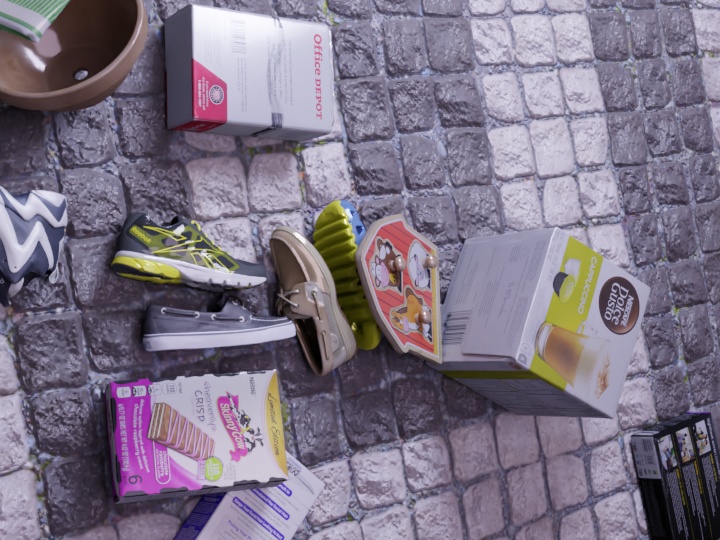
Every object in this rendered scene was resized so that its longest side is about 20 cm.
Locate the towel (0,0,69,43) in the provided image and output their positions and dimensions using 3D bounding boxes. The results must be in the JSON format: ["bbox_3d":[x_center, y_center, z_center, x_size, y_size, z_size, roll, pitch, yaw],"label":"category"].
[{"bbox_3d":[-0.370,-0.354,1.382,0.152,0.023,0.200,23,65,18],"label":"towel"}]

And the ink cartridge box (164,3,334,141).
[{"bbox_3d":[-0.140,-0.245,1.538,0.200,0.083,0.145,2,84,-34],"label":"ink cartridge box"}]

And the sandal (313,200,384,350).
[{"bbox_3d":[0.000,0.000,1.616,0.087,0.079,0.200,-27,106,-41],"label":"sandal"}]

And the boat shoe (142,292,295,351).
[{"bbox_3d":[-0.173,0.061,1.498,0.200,0.070,0.066,-3,88,-26],"label":"boat shoe"}]

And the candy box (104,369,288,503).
[{"bbox_3d":[-0.193,0.193,1.428,0.200,0.061,0.137,-3,75,-19],"label":"candy box"}]

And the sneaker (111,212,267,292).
[{"bbox_3d":[-0.201,-0.023,1.479,0.200,0.074,0.085,10,79,-32],"label":"sneaker"}]

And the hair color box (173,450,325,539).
[{"bbox_3d":[-0.144,0.310,1.488,0.109,0.065,0.200,44,65,-21],"label":"hair color box"}]

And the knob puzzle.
[{"bbox_3d":[0.060,0.014,1.609,0.220,0.030,0.220,30,53,-50],"label":"knob puzzle"}]

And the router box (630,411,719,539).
[{"bbox_3d":[0.512,0.338,1.924,0.149,0.051,0.200,-13,92,-36],"label":"router box"}]

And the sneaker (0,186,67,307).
[{"bbox_3d":[-0.417,-0.025,1.333,0.199,0.079,0.130,7,72,-43],"label":"sneaker"}]

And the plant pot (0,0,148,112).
[{"bbox_3d":[-0.332,-0.250,1.383,0.201,0.201,0.093,-61,160,-22],"label":"plant pot"}]

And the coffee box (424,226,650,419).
[{"bbox_3d":[0.247,0.078,1.688,0.198,0.200,0.200,30,70,-28],"label":"coffee box"}]

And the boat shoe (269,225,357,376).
[{"bbox_3d":[-0.072,0.040,1.561,0.065,0.072,0.200,-34,109,-34],"label":"boat shoe"}]
